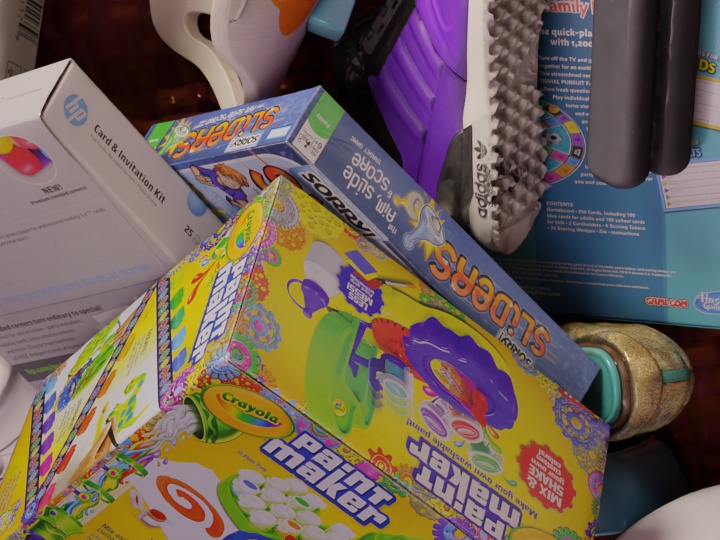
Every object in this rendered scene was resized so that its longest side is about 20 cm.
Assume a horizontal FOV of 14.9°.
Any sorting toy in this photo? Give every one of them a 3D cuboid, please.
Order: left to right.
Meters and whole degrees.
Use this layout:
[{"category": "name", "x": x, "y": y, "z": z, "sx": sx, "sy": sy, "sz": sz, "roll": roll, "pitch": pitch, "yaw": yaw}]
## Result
[{"category": "sorting toy", "x": -0.060, "y": -0.144, "z": 1.302, "sx": 0.106, "sy": 0.200, "sz": 0.180, "roll": -3, "pitch": 136, "yaw": -24}]

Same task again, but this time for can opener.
[{"category": "can opener", "x": 0.118, "y": -0.139, "z": 1.232, "sx": 0.067, "sy": 0.053, "sz": 0.201, "roll": 29, "pitch": 127, "yaw": 45}]

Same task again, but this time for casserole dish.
[{"category": "casserole dish", "x": 0.072, "y": 0.110, "z": 1.374, "sx": 0.199, "sy": 0.121, "sz": 0.039, "roll": -6, "pitch": 93, "yaw": 24}]

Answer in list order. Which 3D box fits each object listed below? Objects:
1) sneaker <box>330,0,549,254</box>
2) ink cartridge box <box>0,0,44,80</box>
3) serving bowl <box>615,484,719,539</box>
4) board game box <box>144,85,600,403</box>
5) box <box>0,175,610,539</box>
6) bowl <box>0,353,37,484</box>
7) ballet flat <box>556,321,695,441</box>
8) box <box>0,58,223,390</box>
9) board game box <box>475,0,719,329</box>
[{"category": "sneaker", "x": 0.031, "y": -0.109, "z": 1.261, "sx": 0.099, "sy": 0.070, "sz": 0.201, "roll": 13, "pitch": 114, "yaw": 27}, {"category": "ink cartridge box", "x": -0.261, "y": -0.107, "z": 1.400, "sx": 0.199, "sy": 0.057, "sz": 0.163, "roll": 3, "pitch": 80, "yaw": 25}, {"category": "serving bowl", "x": 0.179, "y": 0.205, "z": 1.327, "sx": 0.066, "sy": 0.199, "sz": 0.201, "roll": 38, "pitch": 133, "yaw": 52}, {"category": "board game box", "x": 0.000, "y": 0.000, "z": 1.276, "sx": 0.200, "sy": 0.035, "sz": 0.135, "roll": 44, "pitch": 151, "yaw": -25}, {"category": "box", "x": -0.029, "y": 0.101, "z": 1.232, "sx": 0.200, "sy": 0.122, "sz": 0.192, "roll": 37, "pitch": 129, "yaw": -19}, {"category": "bowl", "x": -0.213, "y": 0.044, "z": 1.410, "sx": 0.200, "sy": 0.094, "sz": 0.202, "roll": 0, "pitch": 85, "yaw": 2}, {"category": "ballet flat", "x": 0.086, "y": 0.055, "z": 1.361, "sx": 0.200, "sy": 0.071, "sz": 0.071, "roll": -2, "pitch": 115, "yaw": 52}, {"category": "box", "x": -0.132, "y": -0.003, "z": 1.296, "sx": 0.156, "sy": 0.041, "sz": 0.200, "roll": -13, "pitch": 132, "yaw": 41}, {"category": "board game box", "x": 0.117, "y": -0.076, "z": 1.308, "sx": 0.150, "sy": 0.047, "sz": 0.201, "roll": 5, "pitch": 114, "yaw": 20}]
